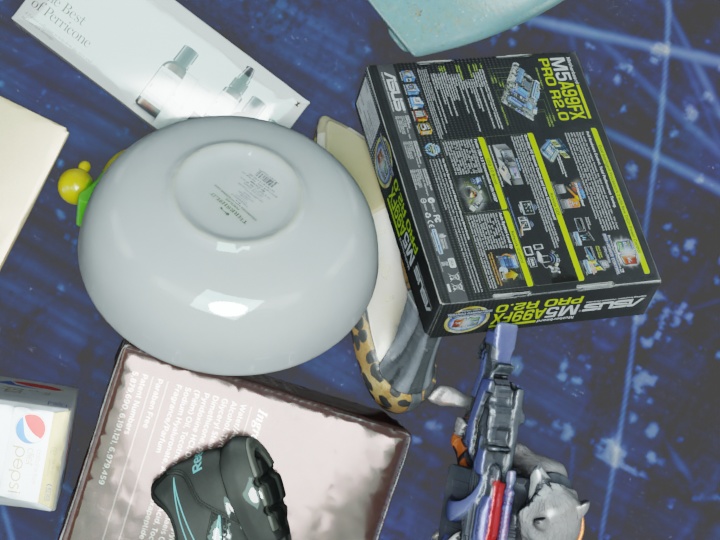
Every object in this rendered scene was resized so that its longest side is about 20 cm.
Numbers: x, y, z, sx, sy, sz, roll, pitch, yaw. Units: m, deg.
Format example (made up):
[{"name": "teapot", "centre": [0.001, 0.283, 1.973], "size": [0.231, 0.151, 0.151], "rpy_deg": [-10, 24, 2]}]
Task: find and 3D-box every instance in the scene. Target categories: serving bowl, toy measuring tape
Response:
[{"name": "serving bowl", "centre": [-0.083, -0.031, 1.452], "size": [0.200, 0.066, 0.200], "rpy_deg": [5, 52, -6]}, {"name": "toy measuring tape", "centre": [-0.111, -0.044, 1.546], "size": [0.200, 0.074, 0.074], "rpy_deg": [13, 90, 2]}]

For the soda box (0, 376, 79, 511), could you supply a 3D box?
[{"name": "soda box", "centre": [-0.224, 0.112, 1.476], "size": [0.064, 0.200, 0.068], "rpy_deg": [9, 90, -5]}]

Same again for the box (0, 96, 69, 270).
[{"name": "box", "centre": [-0.320, -0.045, 1.555], "size": [0.163, 0.021, 0.200], "rpy_deg": [27, 89, -5]}]

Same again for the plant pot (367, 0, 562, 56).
[{"name": "plant pot", "centre": [0.076, -0.250, 1.512], "size": [0.200, 0.196, 0.196], "rpy_deg": [-40, 94, 6]}]

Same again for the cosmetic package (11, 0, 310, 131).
[{"name": "cosmetic package", "centre": [-0.139, -0.146, 1.556], "size": [0.200, 0.051, 0.083], "rpy_deg": [37, 87, -5]}]

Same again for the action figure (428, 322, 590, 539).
[{"name": "action figure", "centre": [0.103, 0.132, 1.500], "size": [0.105, 0.193, 0.200], "rpy_deg": [9, 98, -19]}]

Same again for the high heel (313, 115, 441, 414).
[{"name": "high heel", "centre": [0.000, 0.000, 1.576], "size": [0.071, 0.143, 0.200], "rpy_deg": [-13, 57, -22]}]

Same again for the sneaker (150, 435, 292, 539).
[{"name": "sneaker", "centre": [-0.070, 0.206, 1.401], "size": [0.079, 0.075, 0.200], "rpy_deg": [-18, 88, 10]}]

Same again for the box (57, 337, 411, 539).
[{"name": "box", "centre": [-0.091, 0.150, 1.507], "size": [0.200, 0.166, 0.164], "rpy_deg": [18, 89, -5]}]

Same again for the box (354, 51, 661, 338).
[{"name": "box", "centre": [0.098, -0.055, 1.518], "size": [0.160, 0.044, 0.200], "rpy_deg": [-6, 59, -18]}]
